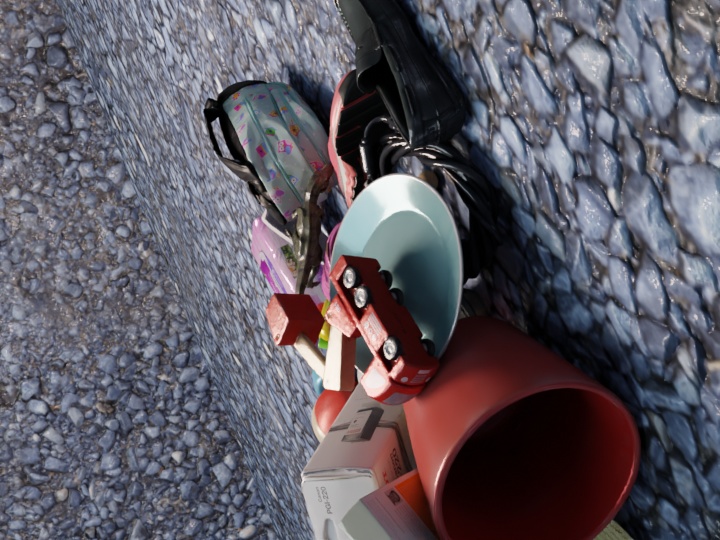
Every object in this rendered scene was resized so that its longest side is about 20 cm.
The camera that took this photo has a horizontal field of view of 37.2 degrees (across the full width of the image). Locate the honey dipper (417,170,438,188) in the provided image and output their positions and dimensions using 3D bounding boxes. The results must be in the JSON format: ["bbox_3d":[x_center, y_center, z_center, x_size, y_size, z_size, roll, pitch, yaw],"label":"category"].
[{"bbox_3d":[0.070,-0.030,1.163,0.038,0.038,0.202,52,155,34],"label":"honey dipper"}]

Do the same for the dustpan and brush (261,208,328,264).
[{"bbox_3d":[-0.085,-0.064,1.503,0.139,0.058,0.200,35,177,-18],"label":"dustpan and brush"}]

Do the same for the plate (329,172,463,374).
[{"bbox_3d":[0.037,0.009,1.029,0.198,0.025,0.204,-5,84,51],"label":"plate"}]

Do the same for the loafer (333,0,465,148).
[{"bbox_3d":[0.023,-0.199,1.004,0.202,0.070,0.068,57,161,23],"label":"loafer"}]

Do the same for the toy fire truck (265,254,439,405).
[{"bbox_3d":[-0.013,0.066,1.028,0.142,0.048,0.201,-58,46,31],"label":"toy fire truck"}]

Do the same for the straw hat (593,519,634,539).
[{"bbox_3d":[0.199,0.312,1.068,0.200,0.085,0.203,34,149,23],"label":"straw hat"}]

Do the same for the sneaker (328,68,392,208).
[{"bbox_3d":[-0.013,-0.148,1.175,0.087,0.073,0.202,53,159,35],"label":"sneaker"}]

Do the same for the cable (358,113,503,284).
[{"bbox_3d":[0.063,-0.058,1.053,0.199,0.050,0.166,33,128,44],"label":"cable"}]

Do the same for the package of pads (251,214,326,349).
[{"bbox_3d":[-0.092,0.014,1.619,0.202,0.075,0.121,59,160,19],"label":"package of pads"}]

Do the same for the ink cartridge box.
[{"bbox_3d":[0.020,0.222,1.123,0.200,0.083,0.148,-49,-52,-61],"label":"ink cartridge box"}]

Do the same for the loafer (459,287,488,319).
[{"bbox_3d":[0.096,0.048,1.154,0.073,0.062,0.200,58,159,4],"label":"loafer"}]

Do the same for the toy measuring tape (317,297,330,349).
[{"bbox_3d":[-0.018,0.064,1.445,0.074,0.073,0.200,63,-166,4],"label":"toy measuring tape"}]

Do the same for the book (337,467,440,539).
[{"bbox_3d":[0.073,0.249,0.977,0.134,0.048,0.199,47,-164,17],"label":"book"}]

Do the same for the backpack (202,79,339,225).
[{"bbox_3d":[-0.102,-0.150,1.328,0.167,0.126,0.200,51,-177,-31],"label":"backpack"}]

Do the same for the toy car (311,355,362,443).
[{"bbox_3d":[0.050,0.148,1.323,0.201,0.174,0.186,-59,29,32],"label":"toy car"}]

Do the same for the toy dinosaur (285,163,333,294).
[{"bbox_3d":[-0.062,-0.021,1.239,0.088,0.046,0.204,145,129,-78],"label":"toy dinosaur"}]

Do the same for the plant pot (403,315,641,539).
[{"bbox_3d":[0.130,0.145,0.992,0.178,0.197,0.203,-125,17,-60],"label":"plant pot"}]

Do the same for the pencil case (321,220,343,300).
[{"bbox_3d":[0.000,0.000,1.288,0.200,0.092,0.093,116,160,-81],"label":"pencil case"}]
